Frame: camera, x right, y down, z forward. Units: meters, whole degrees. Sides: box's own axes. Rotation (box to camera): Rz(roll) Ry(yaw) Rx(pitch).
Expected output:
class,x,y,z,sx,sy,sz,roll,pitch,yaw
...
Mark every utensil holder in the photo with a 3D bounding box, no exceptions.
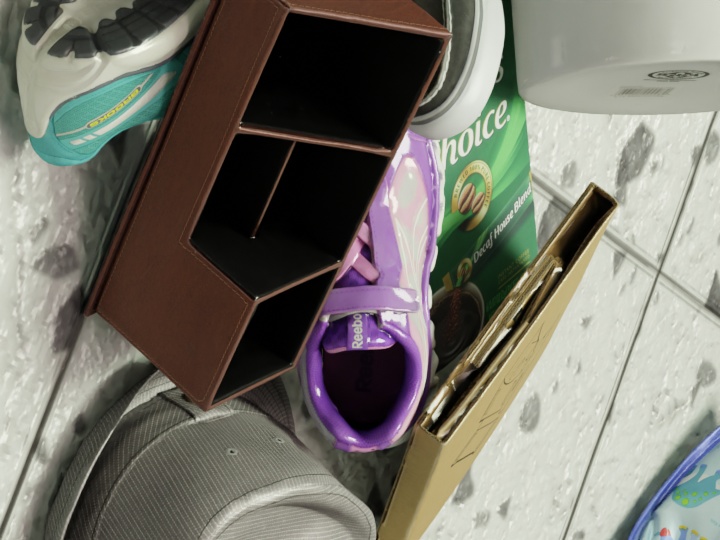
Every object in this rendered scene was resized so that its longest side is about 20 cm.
class,x,y,z,sx,sy,sz,roll,pitch,yaw
utensil holder,0.153,-0.188,1.320,0.170,0.169,0.201,9,78,-56

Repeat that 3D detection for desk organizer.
class,x,y,z,sx,sy,sz,roll,pitch,yaw
desk organizer,-0.042,-0.041,1.158,0.072,0.077,0.200,-25,148,-48

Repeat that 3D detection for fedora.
class,x,y,z,sx,sy,sz,roll,pitch,yaw
fedora,-0.058,0.130,1.260,0.200,0.090,0.178,4,100,-55

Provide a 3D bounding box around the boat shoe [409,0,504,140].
class,x,y,z,sx,sy,sz,roll,pitch,yaw
boat shoe,0.021,-0.157,1.245,0.057,0.068,0.201,24,54,-46

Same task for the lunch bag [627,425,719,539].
class,x,y,z,sx,sy,sz,roll,pitch,yaw
lunch bag,0.238,0.214,1.698,0.200,0.127,0.170,-39,136,-23

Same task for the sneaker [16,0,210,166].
class,x,y,z,sx,sy,sz,roll,pitch,yaw
sneaker,-0.077,-0.112,1.174,0.200,0.077,0.080,-33,146,-37

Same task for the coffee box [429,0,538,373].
class,x,y,z,sx,sy,sz,roll,pitch,yaw
coffee box,0.038,-0.054,1.366,0.123,0.044,0.201,-36,130,-43

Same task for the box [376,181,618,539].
class,x,y,z,sx,sy,sz,roll,pitch,yaw
box,0.067,0.058,1.378,0.164,0.021,0.200,-53,171,-23

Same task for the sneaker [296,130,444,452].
class,x,y,z,sx,sy,sz,roll,pitch,yaw
sneaker,0.000,0.000,1.268,0.088,0.080,0.201,-69,155,-74
